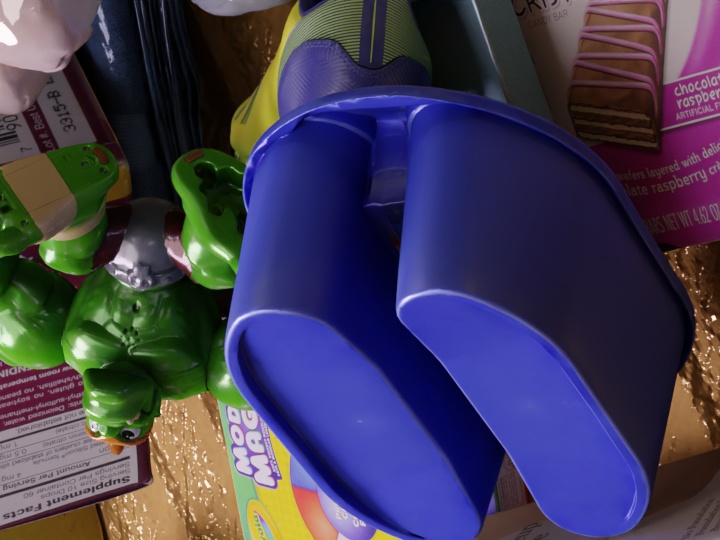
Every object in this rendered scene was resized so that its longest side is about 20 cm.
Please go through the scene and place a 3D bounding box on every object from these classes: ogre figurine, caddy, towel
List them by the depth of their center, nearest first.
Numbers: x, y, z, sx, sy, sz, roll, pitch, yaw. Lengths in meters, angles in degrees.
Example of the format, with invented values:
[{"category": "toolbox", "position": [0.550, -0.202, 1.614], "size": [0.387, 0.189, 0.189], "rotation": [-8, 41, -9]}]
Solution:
[{"category": "caddy", "position": [0.036, 0.013, 1.075], "size": [0.141, 0.105, 0.200], "rotation": [-6, 142, 27]}, {"category": "ogre figurine", "position": [-0.084, 0.005, 1.194], "size": [0.120, 0.199, 0.098], "rotation": [90, 175, -51]}, {"category": "towel", "position": [-0.102, -0.079, 1.336], "size": [0.112, 0.048, 0.201], "rotation": [-149, 46, -64]}]

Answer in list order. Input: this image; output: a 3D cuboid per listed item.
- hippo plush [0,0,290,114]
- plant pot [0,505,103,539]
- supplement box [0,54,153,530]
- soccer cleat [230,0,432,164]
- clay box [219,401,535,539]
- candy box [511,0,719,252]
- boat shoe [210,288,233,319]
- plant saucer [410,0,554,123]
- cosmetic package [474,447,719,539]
[{"category": "hippo plush", "position": [-0.101, -0.145, 1.207], "size": [0.200, 0.160, 0.160], "rotation": [56, 132, 43]}, {"category": "plant pot", "position": [-0.280, 0.091, 1.528], "size": [0.194, 0.200, 0.196], "rotation": [5, 113, 49]}, {"category": "supplement box", "position": [-0.161, -0.001, 1.328], "size": [0.200, 0.103, 0.131], "rotation": [91, 158, -44]}, {"category": "soccer cleat", "position": [-0.009, -0.074, 1.180], "size": [0.200, 0.064, 0.084], "rotation": [173, 105, -80]}, {"category": "clay box", "position": [0.005, 0.090, 1.295], "size": [0.200, 0.048, 0.115], "rotation": [9, 115, 47]}, {"category": "candy box", "position": [0.104, -0.110, 1.071], "size": [0.136, 0.061, 0.201], "rotation": [-14, 97, 53]}, {"category": "boat shoe", "position": [0.000, 0.000, 1.235], "size": [0.200, 0.072, 0.068], "rotation": [1, 137, 43]}, {"category": "plant saucer", "position": [0.030, -0.072, 1.158], "size": [0.200, 0.019, 0.070], "rotation": [178, 71, -74]}, {"category": "cosmetic package", "position": [0.081, 0.132, 1.137], "size": [0.199, 0.105, 0.071], "rotation": [-19, 102, 30]}]
